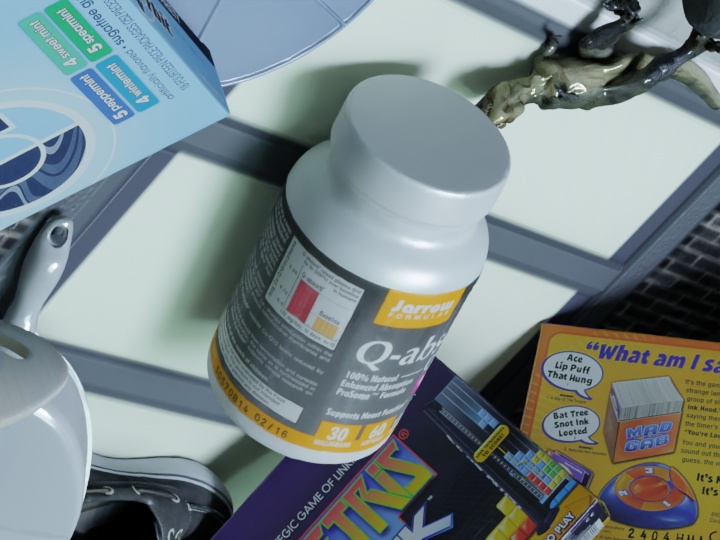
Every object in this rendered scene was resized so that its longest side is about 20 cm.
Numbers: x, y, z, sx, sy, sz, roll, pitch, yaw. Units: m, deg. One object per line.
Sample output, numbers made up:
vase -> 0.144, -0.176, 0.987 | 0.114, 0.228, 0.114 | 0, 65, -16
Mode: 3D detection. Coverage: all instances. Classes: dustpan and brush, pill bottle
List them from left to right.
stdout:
dustpan and brush -> -0.189, 0.059, 1.379 | 0.139, 0.057, 0.200 | 14, 128, -22
pill bottle -> 0.000, 0.000, 1.410 | 0.116, 0.117, 0.200 | -6, 138, -36

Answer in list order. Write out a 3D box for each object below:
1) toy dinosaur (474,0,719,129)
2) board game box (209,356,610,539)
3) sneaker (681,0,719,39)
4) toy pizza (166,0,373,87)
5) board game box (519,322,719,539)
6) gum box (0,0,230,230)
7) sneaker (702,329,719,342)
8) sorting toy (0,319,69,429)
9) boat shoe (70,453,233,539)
toy dinosaur -> 0.148, -0.116, 1.456 | 0.199, 0.048, 0.088 | -6, 153, -36
board game box -> 0.021, 0.162, 1.548 | 0.200, 0.165, 0.057 | -48, 158, -4
sneaker -> 0.166, -0.206, 1.342 | 0.115, 0.076, 0.201 | -9, 129, -25
toy pizza -> -0.057, -0.165, 1.228 | 0.199, 0.032, 0.201 | -21, 145, -16
board game box -> 0.202, 0.178, 1.661 | 0.199, 0.200, 0.200 | 6, 148, 14
gum box -> -0.183, -0.080, 1.182 | 0.199, 0.045, 0.170 | -25, 149, 10
sneaker -> 0.312, 0.106, 1.778 | 0.199, 0.116, 0.076 | 16, 117, -37
sorting toy -> -0.242, 0.056, 1.250 | 0.179, 0.200, 0.107 | -16, 112, -33
boat shoe -> -0.137, 0.146, 1.524 | 0.070, 0.066, 0.200 | -44, 146, 15
